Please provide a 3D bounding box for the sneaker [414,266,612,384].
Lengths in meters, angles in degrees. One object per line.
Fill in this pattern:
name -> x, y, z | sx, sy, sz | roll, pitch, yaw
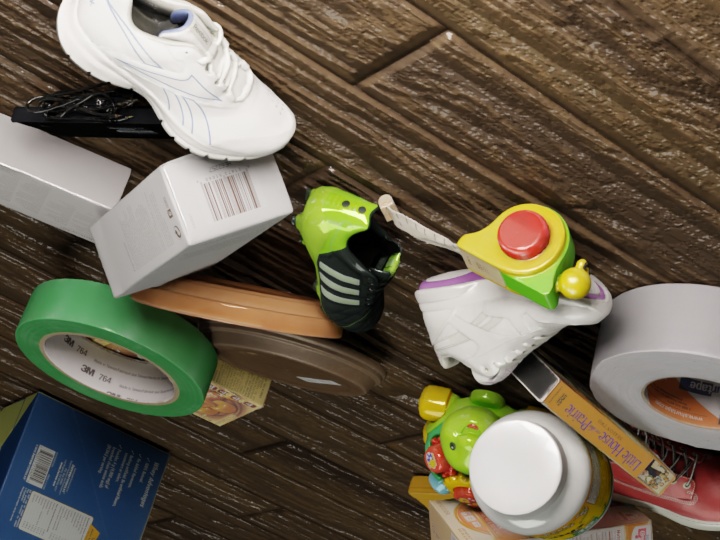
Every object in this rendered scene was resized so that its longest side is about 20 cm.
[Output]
sneaker -> 0.136, 0.046, 1.398 | 0.075, 0.100, 0.200 | -17, -170, -42

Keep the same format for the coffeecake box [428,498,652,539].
coffeecake box -> 0.187, 0.285, 1.727 | 0.199, 0.073, 0.154 | -6, -170, -11

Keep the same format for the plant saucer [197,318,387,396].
plant saucer -> -0.072, 0.089, 1.660 | 0.199, 0.030, 0.200 | 14, 167, 3

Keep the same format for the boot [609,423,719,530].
boot -> 0.309, 0.192, 1.633 | 0.199, 0.073, 0.144 | 9, 152, 25

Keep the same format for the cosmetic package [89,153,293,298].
cosmetic package -> -0.145, -0.042, 1.372 | 0.101, 0.074, 0.200 | -19, 177, -30

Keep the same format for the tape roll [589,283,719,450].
tape roll -> 0.301, 0.087, 1.425 | 0.199, 0.066, 0.200 | 14, 154, 7

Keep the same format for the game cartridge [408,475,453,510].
game cartridge -> 0.180, 0.301, 1.979 | 0.176, 0.033, 0.200 | -5, 148, 38

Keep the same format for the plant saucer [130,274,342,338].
plant saucer -> -0.113, 0.029, 1.528 | 0.199, 0.032, 0.200 | 11, -178, 0

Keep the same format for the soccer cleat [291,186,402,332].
soccer cleat -> 0.000, 0.000, 1.431 | 0.081, 0.068, 0.200 | 15, 153, 23

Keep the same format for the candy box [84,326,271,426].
candy box -> -0.206, 0.096, 1.773 | 0.200, 0.055, 0.115 | 27, 153, -20

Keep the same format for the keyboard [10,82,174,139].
keyboard -> -0.189, -0.133, 1.338 | 0.199, 0.040, 0.104 | 2, 175, 25

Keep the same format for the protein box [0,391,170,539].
protein box -> -0.388, 0.295, 2.125 | 0.200, 0.199, 0.135 | 29, 153, -24

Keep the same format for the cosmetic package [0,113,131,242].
cosmetic package -> -0.310, -0.096, 1.452 | 0.199, 0.051, 0.083 | 23, 151, -14

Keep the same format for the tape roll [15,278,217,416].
tape roll -> -0.244, 0.080, 1.646 | 0.200, 0.048, 0.201 | 15, 154, 7

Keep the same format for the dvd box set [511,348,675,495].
dvd box set -> 0.192, 0.117, 1.503 | 0.200, 0.029, 0.146 | 39, -174, -37

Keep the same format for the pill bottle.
pill bottle -> 0.164, 0.189, 1.512 | 0.112, 0.113, 0.200 | 8, 171, 19

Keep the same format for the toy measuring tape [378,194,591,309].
toy measuring tape -> 0.108, -0.033, 1.331 | 0.200, 0.074, 0.074 | 29, 164, 32

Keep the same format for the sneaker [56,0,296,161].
sneaker -> -0.125, -0.148, 1.209 | 0.200, 0.075, 0.087 | 30, 147, -27

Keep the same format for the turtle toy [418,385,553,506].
turtle toy -> 0.122, 0.183, 1.689 | 0.145, 0.101, 0.200 | 11, 154, 13
